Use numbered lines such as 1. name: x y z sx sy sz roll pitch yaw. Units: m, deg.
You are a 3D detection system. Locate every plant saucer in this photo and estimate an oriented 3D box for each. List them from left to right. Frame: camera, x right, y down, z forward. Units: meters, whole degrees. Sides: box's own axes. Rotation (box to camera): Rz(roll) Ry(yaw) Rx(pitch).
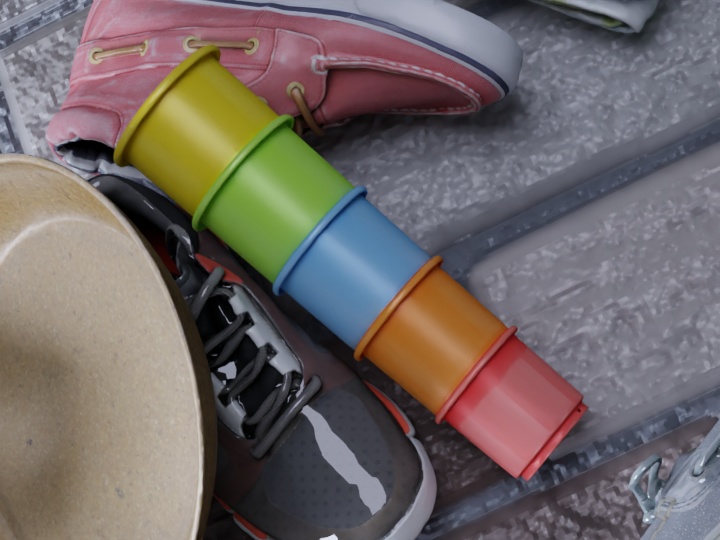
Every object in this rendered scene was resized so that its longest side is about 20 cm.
1. plant saucer: -0.115 0.055 0.919 0.199 0.035 0.202 7 100 44

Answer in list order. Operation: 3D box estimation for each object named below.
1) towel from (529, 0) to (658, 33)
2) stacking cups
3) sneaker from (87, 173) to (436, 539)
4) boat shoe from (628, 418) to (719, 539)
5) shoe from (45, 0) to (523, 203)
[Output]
1. towel: 0.074 -0.206 0.996 0.170 0.048 0.201 20 71 13
2. stacking cups: 0.000 0.000 0.911 0.200 0.061 0.061 40 83 3
3. sneaker: -0.054 0.037 0.925 0.077 0.082 0.200 -45 61 -5
4. boat shoe: 0.144 0.064 0.855 0.065 0.075 0.202 32 76 34
5. shoe: -0.034 -0.068 0.976 0.199 0.071 0.091 12 73 28
